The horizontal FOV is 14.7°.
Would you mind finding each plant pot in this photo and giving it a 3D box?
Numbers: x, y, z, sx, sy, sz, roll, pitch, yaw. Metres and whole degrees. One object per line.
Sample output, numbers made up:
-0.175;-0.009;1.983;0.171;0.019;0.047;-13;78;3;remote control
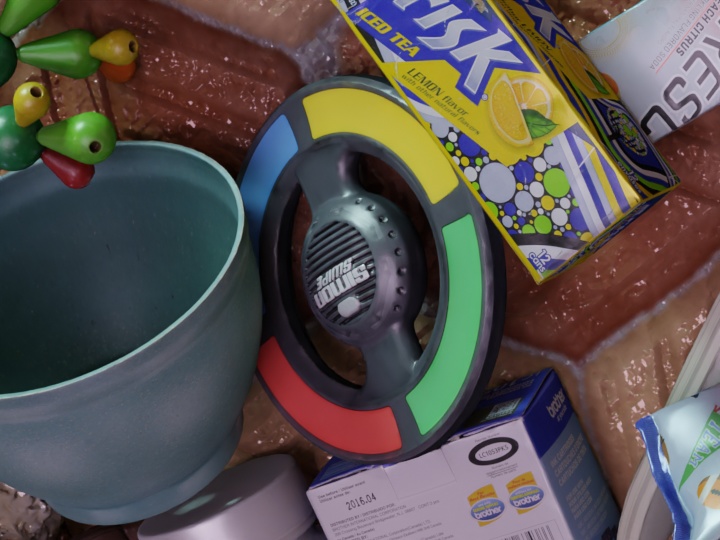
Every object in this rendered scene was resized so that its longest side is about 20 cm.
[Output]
-0.135;0.046;1.459;0.199;0.201;0.135;-5;130;21;plant pot

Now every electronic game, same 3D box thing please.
0.000;0.000;1.435;0.199;0.041;0.202;8;101;45;electronic game

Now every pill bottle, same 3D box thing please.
-0.038;0.210;1.522;0.114;0.114;0.201;-20;100;24;pill bottle

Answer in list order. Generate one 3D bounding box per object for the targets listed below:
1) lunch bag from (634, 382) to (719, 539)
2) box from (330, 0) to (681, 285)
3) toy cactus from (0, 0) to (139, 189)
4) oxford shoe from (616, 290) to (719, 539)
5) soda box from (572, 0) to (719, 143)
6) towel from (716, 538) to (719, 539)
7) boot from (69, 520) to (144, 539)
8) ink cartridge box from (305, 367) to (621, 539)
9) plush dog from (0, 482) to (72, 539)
0.257;0.132;1.367;0.169;0.124;0.200;-24;132;16;lunch bag
0.061;-0.097;1.335;0.070;0.064;0.200;-40;83;25;box
-0.210;-0.096;1.479;0.200;0.102;0.165;41;99;18;toy cactus
0.184;0.075;1.419;0.058;0.075;0.201;27;111;10;oxford shoe
0.155;-0.105;1.365;0.199;0.068;0.064;-32;89;27;soda box
0.221;0.189;1.325;0.146;0.022;0.200;-30;121;21;towel
-0.198;0.237;1.543;0.064;0.199;0.188;22;121;54;boot
0.064;0.143;1.482;0.136;0.076;0.201;-20;102;24;ink cartridge box
-0.246;0.139;1.576;0.171;0.161;0.200;-16;136;10;plush dog
